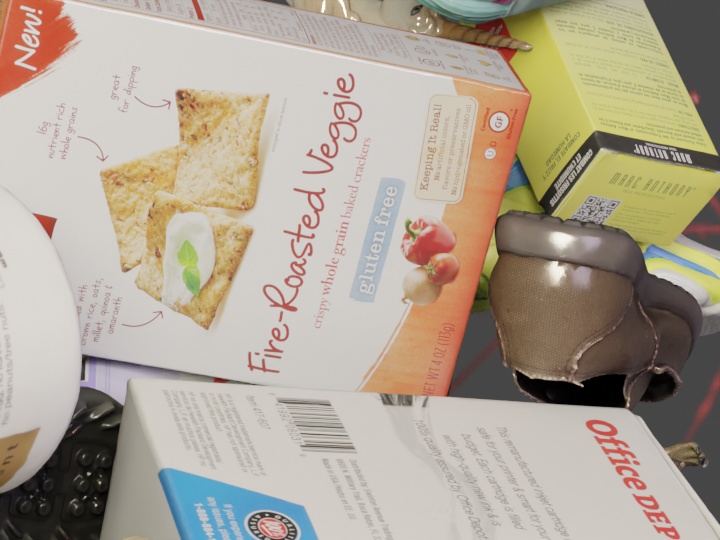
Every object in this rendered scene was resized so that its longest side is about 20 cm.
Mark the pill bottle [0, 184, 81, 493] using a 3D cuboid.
[{"bbox_3d":[-0.194,0.034,0.938,0.200,0.114,0.115,-12,83,-50],"label":"pill bottle"}]

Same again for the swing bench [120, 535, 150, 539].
[{"bbox_3d":[-0.173,0.192,0.943,0.198,0.129,0.201,-9,99,-39],"label":"swing bench"}]

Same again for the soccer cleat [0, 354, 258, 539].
[{"bbox_3d":[-0.098,0.060,1.122,0.200,0.073,0.069,-12,119,-46],"label":"soccer cleat"}]

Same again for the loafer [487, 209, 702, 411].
[{"bbox_3d":[0.085,0.030,1.179,0.200,0.073,0.071,35,67,-68],"label":"loafer"}]

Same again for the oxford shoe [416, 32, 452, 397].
[{"bbox_3d":[0.000,0.000,1.198,0.084,0.072,0.201,19,78,-72],"label":"oxford shoe"}]

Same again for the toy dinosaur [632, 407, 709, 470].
[{"bbox_3d":[0.080,0.103,1.235,0.200,0.101,0.058,-31,119,-42],"label":"toy dinosaur"}]

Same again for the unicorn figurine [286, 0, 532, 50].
[{"bbox_3d":[-0.034,-0.158,1.259,0.199,0.074,0.138,6,72,-18],"label":"unicorn figurine"}]

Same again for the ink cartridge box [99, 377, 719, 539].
[{"bbox_3d":[0.019,0.110,1.043,0.199,0.146,0.085,5,113,-17],"label":"ink cartridge box"}]

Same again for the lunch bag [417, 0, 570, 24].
[{"bbox_3d":[0.055,-0.189,1.238,0.160,0.077,0.200,48,35,14],"label":"lunch bag"}]

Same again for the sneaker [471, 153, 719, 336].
[{"bbox_3d":[0.096,-0.030,1.303,0.199,0.076,0.106,9,70,-34],"label":"sneaker"}]

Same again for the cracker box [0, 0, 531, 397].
[{"bbox_3d":[-0.050,-0.031,1.105,0.199,0.058,0.134,10,110,-13],"label":"cracker box"}]

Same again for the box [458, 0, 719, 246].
[{"bbox_3d":[0.086,-0.105,1.285,0.075,0.050,0.201,8,46,-35],"label":"box"}]
